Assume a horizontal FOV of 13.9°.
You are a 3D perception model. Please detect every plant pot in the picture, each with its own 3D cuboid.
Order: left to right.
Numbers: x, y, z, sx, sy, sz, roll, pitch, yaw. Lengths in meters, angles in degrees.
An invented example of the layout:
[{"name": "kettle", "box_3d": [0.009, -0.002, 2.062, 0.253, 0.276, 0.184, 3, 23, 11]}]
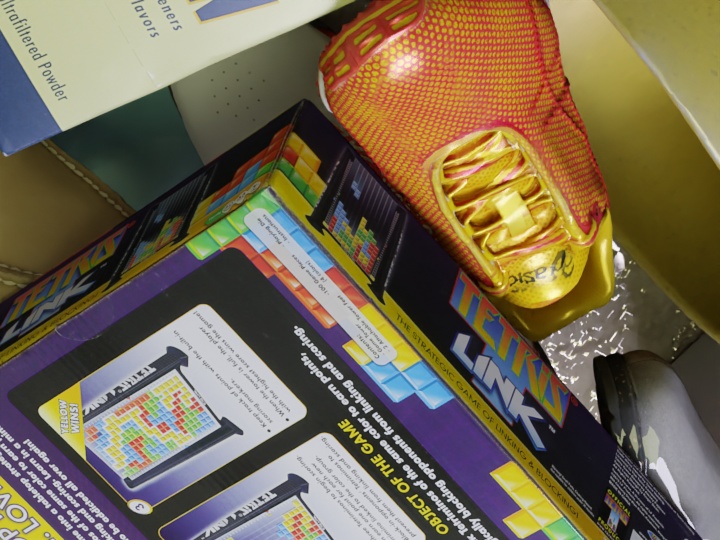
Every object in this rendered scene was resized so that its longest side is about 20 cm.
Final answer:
[{"name": "plant pot", "box_3d": [0.132, -0.086, 0.941, 0.142, 0.200, 0.200, -37, 114, -6]}]

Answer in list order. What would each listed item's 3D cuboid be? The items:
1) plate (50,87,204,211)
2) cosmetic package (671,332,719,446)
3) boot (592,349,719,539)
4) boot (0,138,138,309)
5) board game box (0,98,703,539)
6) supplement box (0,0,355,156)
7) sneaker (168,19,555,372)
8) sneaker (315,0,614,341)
[{"name": "plate", "box_3d": [-0.064, 0.013, 1.072, 0.200, 0.026, 0.201, 0, 118, -1]}, {"name": "cosmetic package", "box_3d": [0.197, 0.026, 1.030, 0.081, 0.113, 0.200, 39, 110, -18]}, {"name": "boot", "box_3d": [0.161, 0.088, 0.971, 0.131, 0.070, 0.200, -21, 123, 11]}, {"name": "boot", "box_3d": [-0.147, -0.074, 0.937, 0.200, 0.072, 0.155, 30, 140, 26]}, {"name": "board game box", "box_3d": [-0.018, 0.069, 0.909, 0.165, 0.057, 0.200, -31, 111, 30]}, {"name": "supplement box", "box_3d": [-0.041, -0.168, 0.873, 0.199, 0.200, 0.134, -23, 118, 11]}, {"name": "sneaker", "box_3d": [0.001, 0.000, 0.977, 0.067, 0.108, 0.202, -32, 101, 14]}, {"name": "sneaker", "box_3d": [0.044, -0.034, 0.891, 0.073, 0.077, 0.200, -31, 156, 8]}]
